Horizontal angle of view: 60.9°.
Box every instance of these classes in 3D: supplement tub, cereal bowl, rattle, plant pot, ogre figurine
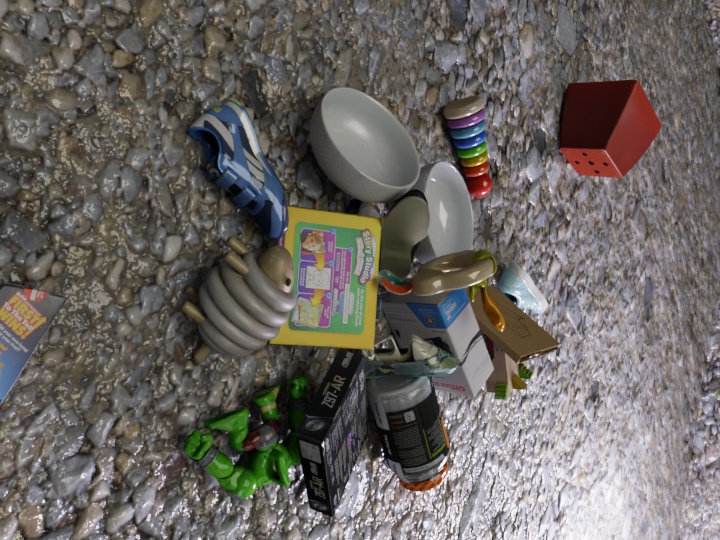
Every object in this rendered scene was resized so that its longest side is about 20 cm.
[{"bbox_3d":[0.089,0.277,1.086,0.121,0.121,0.205,-30,111,-41],"label":"supplement tub"},{"bbox_3d":[0.136,-0.096,1.150,0.198,0.082,0.206,12,75,-53],"label":"cereal bowl"},{"bbox_3d":[0.129,0.049,0.990,0.196,0.130,0.146,-22,124,-24],"label":"rattle"},{"bbox_3d":[0.635,-0.356,1.603,0.198,0.198,0.180,33,78,-39],"label":"plant pot"},{"bbox_3d":[-0.002,-0.188,0.983,0.197,0.083,0.204,24,45,-26],"label":"cereal bowl"},{"bbox_3d":[-0.143,0.244,0.868,0.199,0.096,0.123,-25,98,-57],"label":"ogre figurine"}]

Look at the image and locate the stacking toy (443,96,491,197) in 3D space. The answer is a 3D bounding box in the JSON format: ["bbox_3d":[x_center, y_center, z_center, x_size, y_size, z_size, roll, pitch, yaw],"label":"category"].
[{"bbox_3d":[0.234,-0.248,1.266,0.085,0.084,0.204,-39,120,-38],"label":"stacking toy"}]

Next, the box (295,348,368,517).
[{"bbox_3d":[-0.036,0.248,0.932,0.162,0.042,0.203,-61,157,-43],"label":"box"}]

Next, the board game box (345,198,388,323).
[{"bbox_3d":[0.000,0.000,1.056,0.135,0.034,0.204,39,64,-38],"label":"board game box"}]

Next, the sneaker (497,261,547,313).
[{"bbox_3d":[0.367,0.059,1.421,0.082,0.074,0.200,-47,132,1],"label":"sneaker"}]

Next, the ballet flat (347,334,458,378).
[{"bbox_3d":[0.069,0.143,1.032,0.194,0.074,0.077,-5,95,-2],"label":"ballet flat"}]

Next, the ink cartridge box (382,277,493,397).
[{"bbox_3d":[0.142,0.121,1.123,0.084,0.142,0.203,-42,118,-35],"label":"ink cartridge box"}]

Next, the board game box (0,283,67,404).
[{"bbox_3d":[-0.413,0.062,0.616,0.201,0.061,0.202,-54,125,-32],"label":"board game box"}]

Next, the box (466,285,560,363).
[{"bbox_3d":[0.296,0.105,1.260,0.161,0.200,0.022,-5,131,-44],"label":"box"}]

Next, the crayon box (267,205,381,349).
[{"bbox_3d":[-0.058,0.013,0.942,0.168,0.058,0.206,6,86,-23],"label":"crayon box"}]

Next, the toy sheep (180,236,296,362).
[{"bbox_3d":[-0.162,0.046,0.827,0.200,0.139,0.137,-44,131,14],"label":"toy sheep"}]

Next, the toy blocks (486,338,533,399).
[{"bbox_3d":[0.315,0.168,1.329,0.199,0.098,0.141,-30,115,-55],"label":"toy blocks"}]

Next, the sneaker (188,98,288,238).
[{"bbox_3d":[-0.168,-0.131,0.851,0.082,0.073,0.204,-32,97,-37],"label":"sneaker"}]

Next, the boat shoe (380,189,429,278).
[{"bbox_3d":[0.070,-0.066,0.995,0.203,0.072,0.064,101,1,-57],"label":"boat shoe"}]
